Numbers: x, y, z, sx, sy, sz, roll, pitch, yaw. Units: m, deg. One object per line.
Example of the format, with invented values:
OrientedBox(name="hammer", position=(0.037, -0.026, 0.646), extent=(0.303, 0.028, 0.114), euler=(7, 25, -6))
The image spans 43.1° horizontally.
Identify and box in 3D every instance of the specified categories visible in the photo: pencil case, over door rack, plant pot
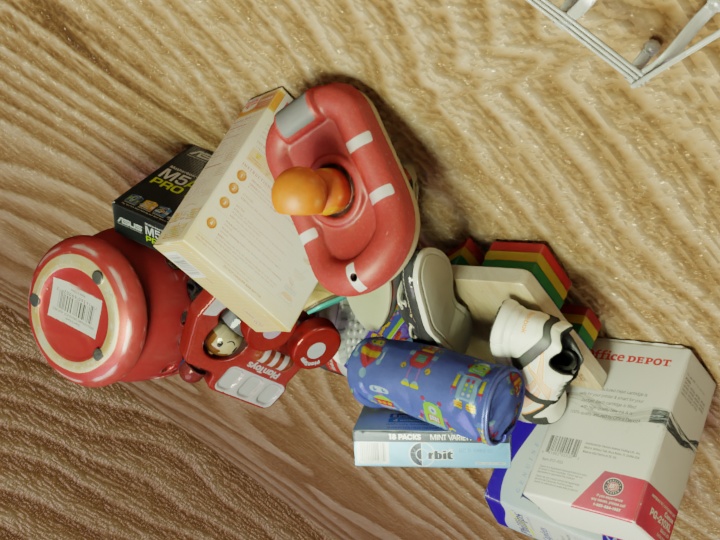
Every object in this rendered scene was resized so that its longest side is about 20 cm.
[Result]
OrientedBox(name="pencil case", position=(0.076, 0.124, 0.948), extent=(0.198, 0.078, 0.088), euler=(10, 126, 42))
OrientedBox(name="over door rack", position=(0.163, -0.185, 0.541), extent=(0.147, 0.067, 0.200), euler=(33, 178, -8))
OrientedBox(name="plant pot", position=(-0.292, 0.045, 1.125), extent=(0.198, 0.203, 0.182), euler=(19, -164, 24))

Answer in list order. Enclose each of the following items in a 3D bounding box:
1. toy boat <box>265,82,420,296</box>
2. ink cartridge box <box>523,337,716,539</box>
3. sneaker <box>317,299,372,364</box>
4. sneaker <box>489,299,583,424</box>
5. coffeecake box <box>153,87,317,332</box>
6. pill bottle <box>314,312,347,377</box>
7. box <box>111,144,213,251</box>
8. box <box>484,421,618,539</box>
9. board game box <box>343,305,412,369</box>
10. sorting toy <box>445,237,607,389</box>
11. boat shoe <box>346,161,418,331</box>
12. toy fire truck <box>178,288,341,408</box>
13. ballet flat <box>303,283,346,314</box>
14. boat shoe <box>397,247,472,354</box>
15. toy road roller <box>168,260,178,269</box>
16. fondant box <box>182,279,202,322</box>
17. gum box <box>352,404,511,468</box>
OrientedBox(name="toy boat", position=(-0.033, -0.072, 0.852), extent=(0.130, 0.130, 0.202), euler=(-28, 83, 34))
OrientedBox(name="ink cartridge box", position=(0.288, 0.185, 1.009), extent=(0.144, 0.202, 0.084), euler=(2, 148, 49))
OrientedBox(name="sneaker", position=(-0.031, 0.026, 1.177), extent=(0.080, 0.076, 0.203), euler=(20, 124, 37))
OrientedBox(name="sneaker", position=(0.194, 0.110, 0.950), extent=(0.079, 0.074, 0.201), euler=(13, 152, 31))
OrientedBox(name="coffeecake box", position=(-0.096, -0.062, 0.960), extent=(0.153, 0.201, 0.073), euler=(43, 153, -28))
OrientedBox(name="pill bottle", position=(-0.029, 0.088, 1.301), extent=(0.198, 0.117, 0.116), euler=(13, 153, 35))
OrientedBox(name="box", position=(-0.169, -0.068, 1.086), extent=(0.198, 0.160, 0.045), euler=(23, 132, 19))
OrientedBox(name="box", position=(0.290, 0.267, 1.195), extent=(0.198, 0.185, 0.105), euler=(15, 155, 31))
OrientedBox(name="board game box", position=(0.089, 0.135, 1.223), extent=(0.200, 0.135, 0.045), euler=(43, 169, -30))
OrientedBox(name="sorting toy", position=(0.161, 0.040, 1.030), extent=(0.197, 0.070, 0.200), euler=(5, 147, 47))
OrientedBox(name="boat shoe", position=(0.026, -0.022, 0.978), extent=(0.071, 0.062, 0.202), euler=(30, 134, 31))
OrientedBox(name="toy fire truck", position=(-0.134, 0.086, 1.109), extent=(0.199, 0.168, 0.112), euler=(28, -163, -46))
OrientedBox(name="ballet flat", position=(0.000, 0.000, 1.077), extent=(0.068, 0.199, 0.064), euler=(-30, 79, 41))
OrientedBox(name="boat shoe", position=(0.068, 0.035, 0.954), extent=(0.060, 0.075, 0.200), euler=(13, 161, 25))
OrientedBox(name="toy road roller", position=(-0.219, -0.001, 1.353), extent=(0.145, 0.124, 0.200), euler=(-10, 140, 37))
OrientedBox(name="fondant box", position=(-0.170, 0.039, 1.255), extent=(0.143, 0.202, 0.058), euler=(28, 172, 4))
OrientedBox(name="gum box", position=(0.090, 0.167, 1.052), extent=(0.167, 0.045, 0.200), euler=(-1, -167, 9))
